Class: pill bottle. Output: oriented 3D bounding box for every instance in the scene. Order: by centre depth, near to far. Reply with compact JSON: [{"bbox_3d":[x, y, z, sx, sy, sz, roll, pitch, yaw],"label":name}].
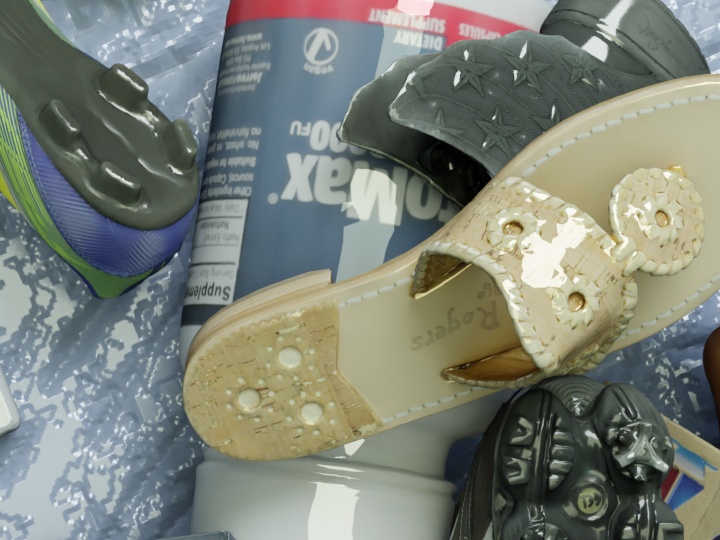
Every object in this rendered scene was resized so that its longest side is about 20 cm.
[{"bbox_3d":[0.000,0.000,0.901,0.119,0.120,0.201,9,84,-8],"label":"pill bottle"}]

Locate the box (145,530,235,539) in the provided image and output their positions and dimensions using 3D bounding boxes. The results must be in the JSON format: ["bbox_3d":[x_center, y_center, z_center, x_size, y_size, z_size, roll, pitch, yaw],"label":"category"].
[{"bbox_3d":[-0.131,0.173,0.835,0.199,0.051,0.158,-8,56,10],"label":"box"}]

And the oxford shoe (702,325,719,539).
[{"bbox_3d":[0.133,0.097,0.881,0.071,0.071,0.201,-21,47,20],"label":"oxford shoe"}]

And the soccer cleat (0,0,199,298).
[{"bbox_3d":[-0.134,-0.073,0.913,0.065,0.084,0.200,-30,71,-37],"label":"soccer cleat"}]

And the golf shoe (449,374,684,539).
[{"bbox_3d":[0.062,0.134,0.844,0.077,0.094,0.201,8,90,-13],"label":"golf shoe"}]

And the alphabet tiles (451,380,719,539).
[{"bbox_3d":[0.068,0.145,0.878,0.006,0.166,0.201,24,96,-44],"label":"alphabet tiles"}]

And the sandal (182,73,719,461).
[{"bbox_3d":[0.042,0.016,0.786,0.211,0.070,0.078,-24,114,11],"label":"sandal"}]

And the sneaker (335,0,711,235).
[{"bbox_3d":[0.090,-0.019,0.860,0.200,0.060,0.104,46,63,-22],"label":"sneaker"}]

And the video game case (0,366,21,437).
[{"bbox_3d":[-0.240,-0.003,0.912,0.181,0.022,0.201,-22,88,-10],"label":"video game case"}]
